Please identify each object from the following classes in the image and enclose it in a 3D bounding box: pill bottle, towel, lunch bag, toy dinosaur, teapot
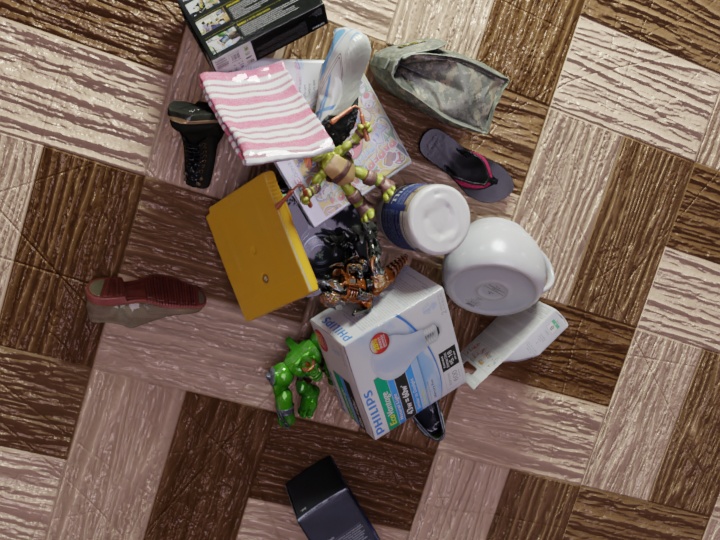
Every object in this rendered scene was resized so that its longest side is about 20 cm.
[{"bbox_3d":[0.096,-0.089,1.457,0.109,0.200,0.114,-2,96,-18],"label":"pill bottle"},{"bbox_3d":[-0.141,-0.235,1.290,0.144,0.201,0.030,-15,145,-26],"label":"towel"},{"bbox_3d":[0.119,-0.318,1.439,0.197,0.164,0.120,18,102,-17],"label":"lunch bag"},{"bbox_3d":[0.000,0.000,1.405,0.101,0.199,0.138,-18,89,25],"label":"toy dinosaur"},{"bbox_3d":[0.240,-0.023,1.542,0.193,0.148,0.201,-1,145,16],"label":"teapot"}]

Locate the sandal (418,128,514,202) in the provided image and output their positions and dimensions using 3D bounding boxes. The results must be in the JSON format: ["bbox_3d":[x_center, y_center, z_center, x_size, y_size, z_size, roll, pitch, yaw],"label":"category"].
[{"bbox_3d":[0.190,-0.181,1.547,0.198,0.045,0.076,30,93,-18],"label":"sandal"}]

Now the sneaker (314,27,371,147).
[{"bbox_3d":[-0.039,-0.276,1.356,0.071,0.072,0.203,4,112,-43],"label":"sneaker"}]

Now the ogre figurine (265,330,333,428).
[{"bbox_3d":[-0.087,0.177,1.531,0.198,0.099,0.121,-30,125,9],"label":"ogre figurine"}]

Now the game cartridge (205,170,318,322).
[{"bbox_3d":[-0.163,-0.036,1.412,0.032,0.175,0.203,-18,86,-47],"label":"game cartridge"}]

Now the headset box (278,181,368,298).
[{"bbox_3d":[-0.082,-0.066,1.478,0.171,0.093,0.204,-9,103,-13],"label":"headset box"}]

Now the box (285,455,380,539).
[{"bbox_3d":[-0.038,0.464,1.569,0.103,0.148,0.202,-30,107,-6],"label":"box"}]

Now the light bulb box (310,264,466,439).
[{"bbox_3d":[0.049,0.135,1.462,0.198,0.124,0.201,-29,120,-19],"label":"light bulb box"}]

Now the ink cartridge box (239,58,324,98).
[{"bbox_3d":[-0.110,-0.270,1.433,0.196,0.084,0.148,-1,100,-14],"label":"ink cartridge box"}]

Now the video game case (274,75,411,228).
[{"bbox_3d":[-0.041,-0.200,1.405,0.198,0.023,0.184,-34,105,-8],"label":"video game case"}]

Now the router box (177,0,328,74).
[{"bbox_3d":[-0.169,-0.406,1.365,0.197,0.051,0.151,-28,64,-6],"label":"router box"}]

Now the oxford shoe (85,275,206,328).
[{"bbox_3d":[-0.359,0.057,1.459,0.196,0.071,0.076,5,127,-16],"label":"oxford shoe"}]

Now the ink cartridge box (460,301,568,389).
[{"bbox_3d":[0.263,0.136,1.570,0.200,0.161,0.050,-46,104,-1],"label":"ink cartridge box"}]

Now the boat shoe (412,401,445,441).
[{"bbox_3d":[0.102,0.224,1.600,0.074,0.062,0.203,-24,106,-6],"label":"boat shoe"}]

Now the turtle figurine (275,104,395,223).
[{"bbox_3d":[-0.033,-0.146,1.366,0.161,0.064,0.201,37,94,-28],"label":"turtle figurine"}]

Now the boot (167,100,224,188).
[{"bbox_3d":[-0.255,-0.186,1.356,0.076,0.200,0.141,18,102,8],"label":"boot"}]
